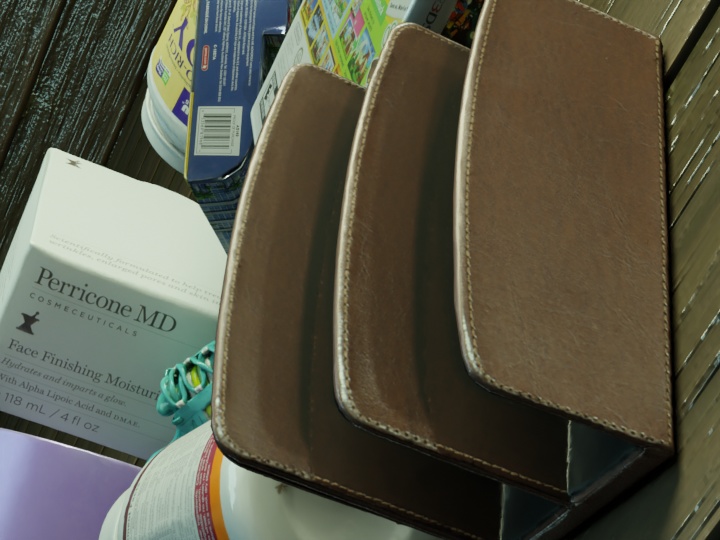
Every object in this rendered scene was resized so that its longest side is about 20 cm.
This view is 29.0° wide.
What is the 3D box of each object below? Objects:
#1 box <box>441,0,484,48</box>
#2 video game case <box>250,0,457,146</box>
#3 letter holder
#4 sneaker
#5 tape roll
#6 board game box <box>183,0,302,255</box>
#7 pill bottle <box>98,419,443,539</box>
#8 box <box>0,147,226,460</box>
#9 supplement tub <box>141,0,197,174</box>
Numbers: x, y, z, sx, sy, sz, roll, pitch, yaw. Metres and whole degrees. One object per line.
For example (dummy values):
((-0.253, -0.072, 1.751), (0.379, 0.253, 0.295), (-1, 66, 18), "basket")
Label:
((0.041, -0.174, 0.796), (0.137, 0.038, 0.200), (-48, 21, 4), "box")
((-0.006, -0.115, 0.713), (0.183, 0.023, 0.201), (-62, 20, 23), "video game case")
((0.031, -0.016, 0.528), (0.101, 0.141, 0.201), (-51, 23, 47), "letter holder")
((-0.088, 0.079, 0.888), (0.078, 0.079, 0.201), (-100, 27, -56), "sneaker")
((-0.166, 0.165, 0.851), (0.200, 0.198, 0.086), (-26, 45, 67), "tape roll")
((-0.065, -0.118, 0.945), (0.200, 0.061, 0.202), (71, -159, -72), "board game box")
((-0.051, 0.122, 0.658), (0.200, 0.109, 0.111), (-34, 37, 55), "pill bottle")
((-0.164, 0.029, 1.019), (0.132, 0.197, 0.200), (-64, 16, 18), "box")
((-0.089, -0.178, 1.132), (0.200, 0.144, 0.146), (-54, 22, 43), "supplement tub")
